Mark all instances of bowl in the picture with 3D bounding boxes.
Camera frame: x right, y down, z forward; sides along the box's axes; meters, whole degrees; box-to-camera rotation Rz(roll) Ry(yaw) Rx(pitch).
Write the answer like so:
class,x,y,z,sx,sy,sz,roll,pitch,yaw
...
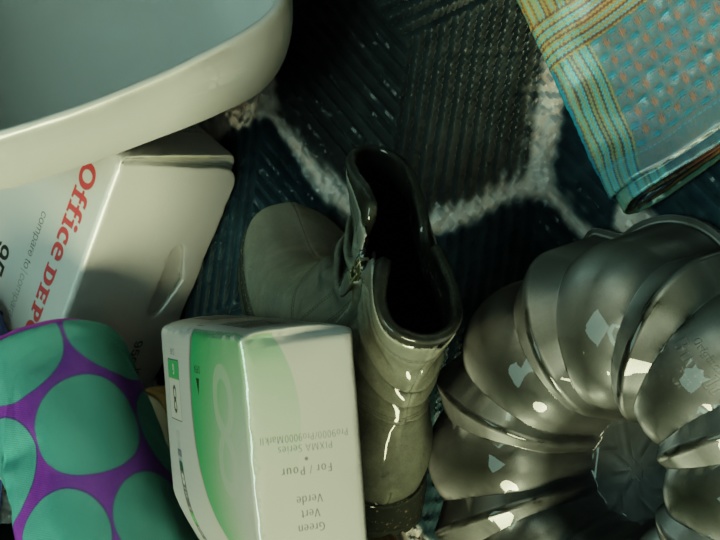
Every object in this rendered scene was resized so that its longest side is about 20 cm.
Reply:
class,x,y,z,sx,sy,sz,roll,pitch,yaw
bowl,-0.134,-0.127,0.751,0.198,0.075,0.201,-21,52,-3

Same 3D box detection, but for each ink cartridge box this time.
class,x,y,z,sx,sy,sz,roll,pitch,yaw
ink cartridge box,-0.177,-0.047,0.846,0.200,0.084,0.146,38,116,32
ink cartridge box,-0.038,0.120,0.617,0.161,0.050,0.203,177,90,-72

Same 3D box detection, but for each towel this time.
class,x,y,z,sx,sy,sz,roll,pitch,yaw
towel,0.118,-0.143,0.629,0.146,0.022,0.202,-36,69,35

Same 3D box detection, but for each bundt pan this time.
class,x,y,z,sx,sy,sz,roll,pitch,yaw
bundt pan,0.104,0.079,0.615,0.200,0.075,0.205,3,94,41

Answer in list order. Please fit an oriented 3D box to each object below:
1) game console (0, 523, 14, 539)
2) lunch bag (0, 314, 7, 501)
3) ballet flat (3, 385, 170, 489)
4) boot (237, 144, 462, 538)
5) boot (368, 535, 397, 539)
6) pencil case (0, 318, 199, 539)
class,x,y,z,sx,sy,sz,roll,pitch,yaw
game console,-0.197,0.197,0.810,0.031,0.178,0.199,45,146,-22
lunch bag,-0.280,0.082,0.817,0.198,0.082,0.163,4,94,26
ballet flat,-0.138,0.098,0.830,0.199,0.063,0.069,-13,73,40
boot,0.000,0.000,0.655,0.201,0.067,0.132,-112,27,-48
boot,-0.035,0.212,0.743,0.154,0.073,0.202,-26,73,42
pencil case,-0.123,0.126,0.717,0.092,0.085,0.201,-32,58,15
